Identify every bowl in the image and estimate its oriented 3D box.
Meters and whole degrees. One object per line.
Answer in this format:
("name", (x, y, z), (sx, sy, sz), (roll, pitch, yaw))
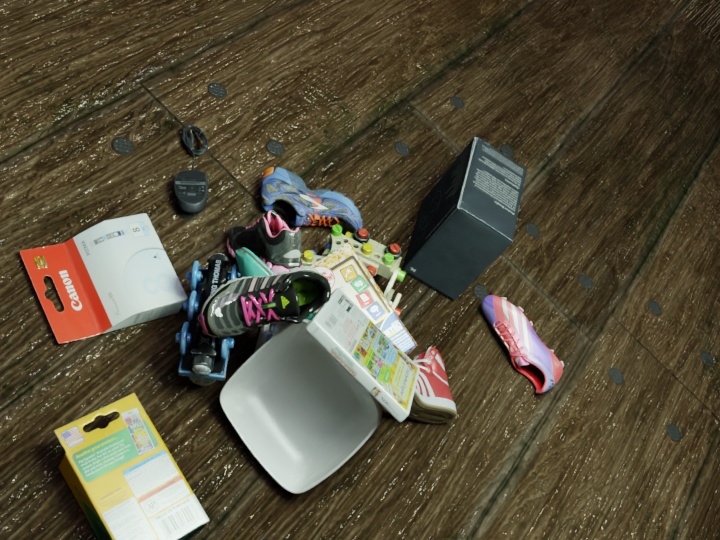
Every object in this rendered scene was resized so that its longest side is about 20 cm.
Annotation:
("bowl", (-0.078, 0.191, 1.307), (0.201, 0.199, 0.075), (50, 13, 8))

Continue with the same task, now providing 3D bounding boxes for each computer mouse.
("computer mouse", (-0.285, -0.169, 1.533), (0.057, 0.034, 0.203), (3, 50, -10))

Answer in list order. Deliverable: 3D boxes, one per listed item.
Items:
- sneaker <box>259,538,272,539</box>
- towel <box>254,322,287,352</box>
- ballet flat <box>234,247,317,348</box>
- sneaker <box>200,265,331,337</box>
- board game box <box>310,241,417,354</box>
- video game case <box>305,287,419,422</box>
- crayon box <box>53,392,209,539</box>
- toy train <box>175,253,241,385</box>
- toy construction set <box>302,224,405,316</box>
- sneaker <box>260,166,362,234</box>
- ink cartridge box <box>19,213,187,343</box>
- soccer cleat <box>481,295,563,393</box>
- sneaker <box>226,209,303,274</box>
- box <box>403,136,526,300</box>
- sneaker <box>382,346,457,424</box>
("sneaker", (-0.162, 0.422, 1.151), (0.082, 0.071, 0.201), (41, 49, -8))
("towel", (-0.074, 0.137, 1.444), (0.197, 0.024, 0.149), (26, 49, -14))
("ballet flat", (-0.123, 0.054, 1.338), (0.200, 0.067, 0.071), (43, 77, -19))
("sneaker", (-0.123, 0.042, 1.248), (0.197, 0.087, 0.075), (-17, 102, -28))
("board game box", (-0.027, 0.079, 1.431), (0.150, 0.046, 0.202), (-30, 80, -19))
("video game case", (0.009, 0.115, 1.302), (0.182, 0.023, 0.200), (45, 13, -2))
("crayon box", (-0.303, 0.277, 1.181), (0.125, 0.052, 0.202), (-23, 73, -40))
("toy train", (-0.220, 0.075, 1.333), (0.085, 0.115, 0.203), (5, 54, -5))
("toy construction set", (0.000, 0.000, 1.540), (0.199, 0.092, 0.132), (36, 46, -4))
("sneaker", (-0.090, -0.103, 1.584), (0.197, 0.076, 0.079), (22, 57, -6))
("ink cartridge box", (-0.375, 0.007, 1.333), (0.198, 0.047, 0.162), (-14, 67, -40))
("soccer cleat", (0.287, 0.132, 1.647), (0.201, 0.067, 0.076), (49, 52, 4))
("sneaker", (-0.148, -0.053, 1.433), (0.078, 0.097, 0.199), (-10, 22, -35))
("box", (0.190, -0.093, 1.651), (0.123, 0.200, 0.198), (30, 47, -10))
("sneaker", (0.076, 0.171, 1.460), (0.199, 0.071, 0.114), (28, 43, -43))
